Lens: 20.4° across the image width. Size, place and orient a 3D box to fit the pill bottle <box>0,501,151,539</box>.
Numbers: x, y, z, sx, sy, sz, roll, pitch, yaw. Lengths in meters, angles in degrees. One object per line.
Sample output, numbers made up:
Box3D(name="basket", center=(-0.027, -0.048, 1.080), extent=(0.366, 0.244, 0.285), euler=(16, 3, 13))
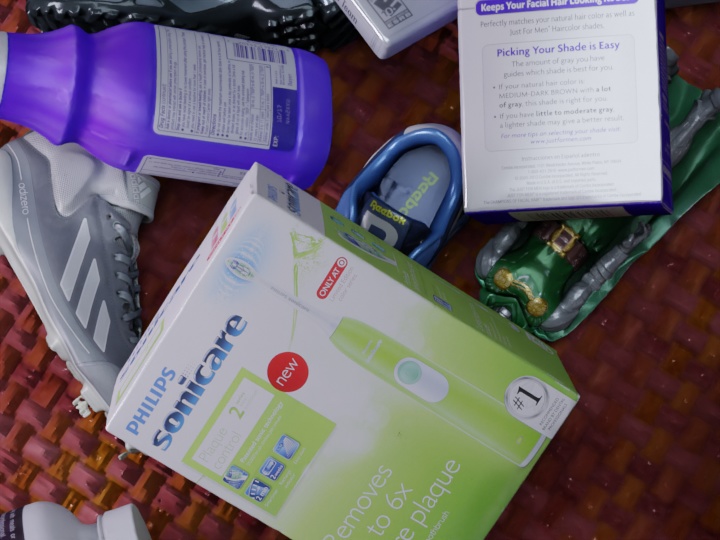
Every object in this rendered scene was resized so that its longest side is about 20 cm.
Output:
Box3D(name="pill bottle", center=(-0.202, 0.192, 1.054), extent=(0.199, 0.112, 0.113), euler=(-19, 76, -2))

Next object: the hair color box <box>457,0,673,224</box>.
Box3D(name="hair color box", center=(0.110, -0.129, 1.080), extent=(0.109, 0.065, 0.201), euler=(-2, 86, 14))

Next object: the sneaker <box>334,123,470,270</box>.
Box3D(name="sneaker", center=(0.000, 0.000, 1.108), extent=(0.074, 0.082, 0.201), euler=(29, 81, 7))

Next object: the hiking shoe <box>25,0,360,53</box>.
Box3D(name="hiking shoe", center=(-0.095, -0.169, 1.165), extent=(0.199, 0.074, 0.087), euler=(-2, 69, -8))

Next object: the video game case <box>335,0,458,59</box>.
Box3D(name="video game case", center=(0.038, -0.239, 1.165), extent=(0.199, 0.024, 0.182), euler=(-32, 77, -23))

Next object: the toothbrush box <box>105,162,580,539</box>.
Box3D(name="toothbrush box", center=(-0.010, 0.062, 1.042), extent=(0.199, 0.086, 0.146), euler=(33, 100, -9))

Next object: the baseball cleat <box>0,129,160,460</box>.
Box3D(name="baseball cleat", center=(-0.143, 0.002, 1.120), extent=(0.106, 0.070, 0.200), euler=(-33, 78, -5))

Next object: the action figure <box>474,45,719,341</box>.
Box3D(name="action figure", center=(0.128, -0.033, 1.128), extent=(0.118, 0.055, 0.200), euler=(38, 85, 7))

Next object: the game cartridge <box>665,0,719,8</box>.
Box3D(name="game cartridge", center=(0.155, -0.247, 1.164), extent=(0.132, 0.041, 0.201), euler=(-11, 74, -15))

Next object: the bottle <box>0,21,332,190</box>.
Box3D(name="bottle", center=(-0.116, -0.095, 1.111), extent=(0.199, 0.065, 0.084), euler=(7, 62, -19))
